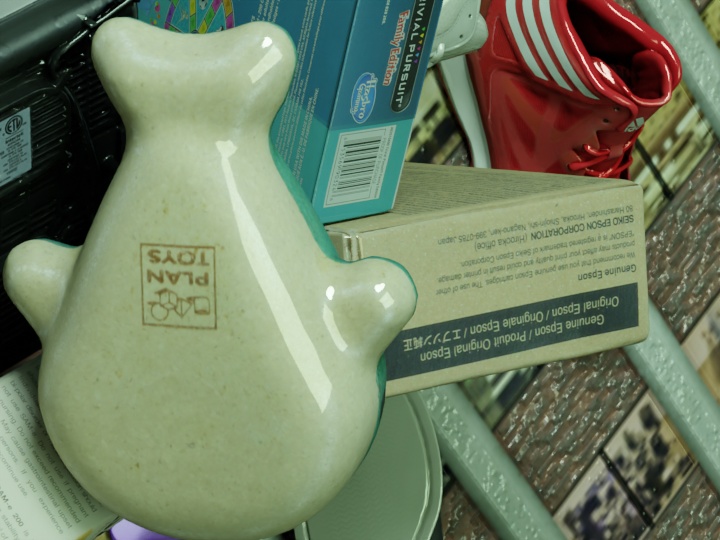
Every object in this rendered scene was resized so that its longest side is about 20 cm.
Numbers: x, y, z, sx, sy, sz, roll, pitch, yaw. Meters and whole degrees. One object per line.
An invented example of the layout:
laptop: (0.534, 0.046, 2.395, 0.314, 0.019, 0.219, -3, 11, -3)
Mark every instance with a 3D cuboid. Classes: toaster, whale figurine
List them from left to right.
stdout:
toaster: (-0.173, -0.044, 1.003, 0.200, 0.119, 0.181, -32, 147, -31)
whale figurine: (-0.053, -0.001, 0.979, 0.104, 0.158, 0.201, -52, 141, -66)

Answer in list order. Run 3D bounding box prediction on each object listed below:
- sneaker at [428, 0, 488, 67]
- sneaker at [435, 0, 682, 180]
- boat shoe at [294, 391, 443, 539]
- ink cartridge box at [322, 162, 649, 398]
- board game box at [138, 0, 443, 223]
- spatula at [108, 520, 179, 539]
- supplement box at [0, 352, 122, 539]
sneaker: (0.012, -0.113, 1.211, 0.092, 0.076, 0.200, 40, 70, -20)
sneaker: (0.111, -0.050, 1.281, 0.078, 0.115, 0.201, -40, 116, -28)
boat shoe: (0.012, 0.145, 1.256, 0.060, 0.074, 0.201, 35, 47, -78)
ink cartridge box: (0.000, 0.000, 1.142, 0.164, 0.200, 0.076, -11, 102, -37)
board game box: (-0.046, -0.134, 1.063, 0.047, 0.200, 0.152, -10, 127, -38)
spatula: (-0.141, 0.109, 1.154, 0.199, 0.021, 0.057, -12, 104, -37)
supplement box: (-0.159, 0.099, 1.041, 0.200, 0.126, 0.074, -32, 88, -43)
